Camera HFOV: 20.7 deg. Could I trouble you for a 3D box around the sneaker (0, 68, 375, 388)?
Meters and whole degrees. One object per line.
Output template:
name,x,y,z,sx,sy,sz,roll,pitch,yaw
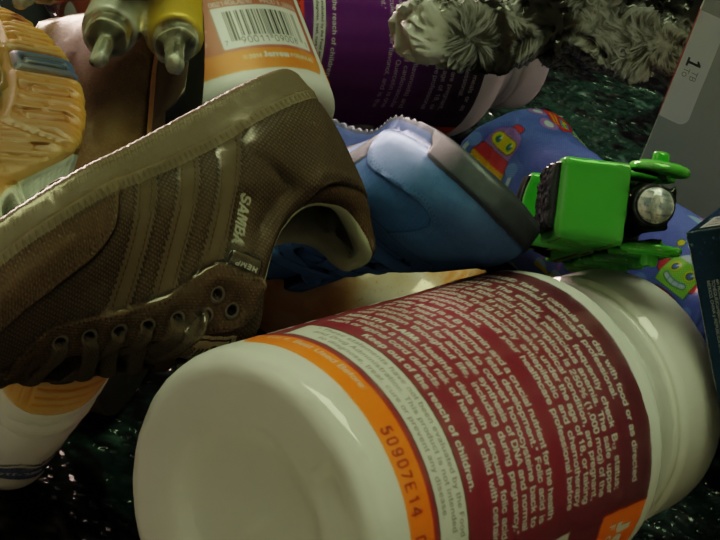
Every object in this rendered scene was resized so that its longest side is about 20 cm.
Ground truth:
sneaker,-0.069,0.002,0.636,0.200,0.070,0.076,-35,90,-36

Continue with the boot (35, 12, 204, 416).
boot,-0.111,-0.028,0.804,0.075,0.074,0.201,4,52,1

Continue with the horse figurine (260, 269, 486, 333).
horse figurine,0.000,0.000,0.876,0.199,0.050,0.133,8,22,-19

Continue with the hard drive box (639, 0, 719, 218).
hard drive box,0.225,-0.090,1.059,0.077,0.156,0.200,28,26,17

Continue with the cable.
cable,-0.093,-0.143,0.843,0.097,0.050,0.200,25,27,-2

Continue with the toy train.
toy train,0.087,-0.020,0.782,0.056,0.042,0.200,7,-3,-1

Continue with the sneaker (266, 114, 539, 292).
sneaker,-0.007,-0.016,0.755,0.066,0.078,0.200,48,-15,-27

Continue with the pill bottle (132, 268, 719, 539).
pill bottle,0.031,0.063,0.677,0.114,0.115,0.200,31,30,34

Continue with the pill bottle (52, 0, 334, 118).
pill bottle,-0.094,-0.142,0.952,0.112,0.112,0.201,-5,65,-37

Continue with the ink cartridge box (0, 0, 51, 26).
ink cartridge box,-0.184,-0.106,0.850,0.043,0.200,0.198,-23,21,13

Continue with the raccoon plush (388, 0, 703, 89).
raccoon plush,0.095,-0.152,1.052,0.199,0.097,0.134,2,8,-18

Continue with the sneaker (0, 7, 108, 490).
sneaker,-0.142,-0.012,0.727,0.075,0.088,0.200,7,46,-24

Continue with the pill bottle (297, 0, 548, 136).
pill bottle,0.003,-0.130,1.085,0.199,0.113,0.112,0,27,-29

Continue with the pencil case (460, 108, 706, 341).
pencil case,0.121,-0.006,0.923,0.200,0.078,0.087,41,-4,47

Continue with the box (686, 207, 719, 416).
box,0.183,0.030,0.784,0.038,0.137,0.200,-9,8,25
